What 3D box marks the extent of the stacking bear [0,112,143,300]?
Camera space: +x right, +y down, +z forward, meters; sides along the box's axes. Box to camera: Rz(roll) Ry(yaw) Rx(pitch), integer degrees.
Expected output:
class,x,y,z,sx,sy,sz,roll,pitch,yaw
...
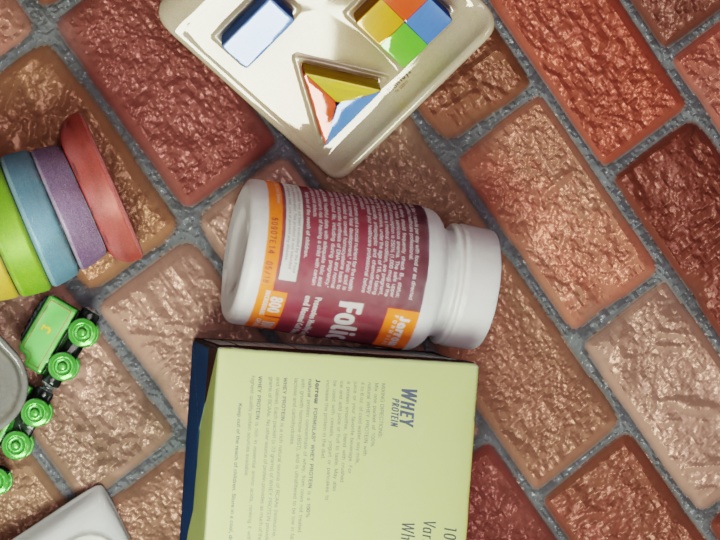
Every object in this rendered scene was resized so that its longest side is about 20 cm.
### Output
class,x,y,z,sx,sy,sz,roll,pitch,yaw
stacking bear,-0.277,-0.024,1.578,0.200,0.114,0.122,-24,97,-6

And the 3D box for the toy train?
class,x,y,z,sx,sy,sz,roll,pitch,yaw
toy train,-0.267,0.109,1.618,0.056,0.042,0.200,31,86,-2

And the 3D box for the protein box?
class,x,y,z,sx,sy,sz,roll,pitch,yaw
protein box,-0.028,0.158,1.623,0.200,0.135,0.199,4,91,-12

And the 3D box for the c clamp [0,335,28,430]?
class,x,y,z,sx,sy,sz,roll,pitch,yaw
c clamp,-0.340,0.084,1.550,0.171,0.027,0.200,-30,113,8

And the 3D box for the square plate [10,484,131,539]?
class,x,y,z,sx,sy,sz,roll,pitch,yaw
square plate,-0.224,0.296,1.604,0.198,0.028,0.200,-32,97,-32

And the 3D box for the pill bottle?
class,x,y,z,sx,sy,sz,roll,pitch,yaw
pill bottle,0.000,0.000,1.633,0.200,0.114,0.114,9,90,-12

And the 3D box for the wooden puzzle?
class,x,y,z,sx,sy,sz,roll,pitch,yaw
wooden puzzle,-0.026,-0.192,1.618,0.200,0.046,0.185,43,104,-15
